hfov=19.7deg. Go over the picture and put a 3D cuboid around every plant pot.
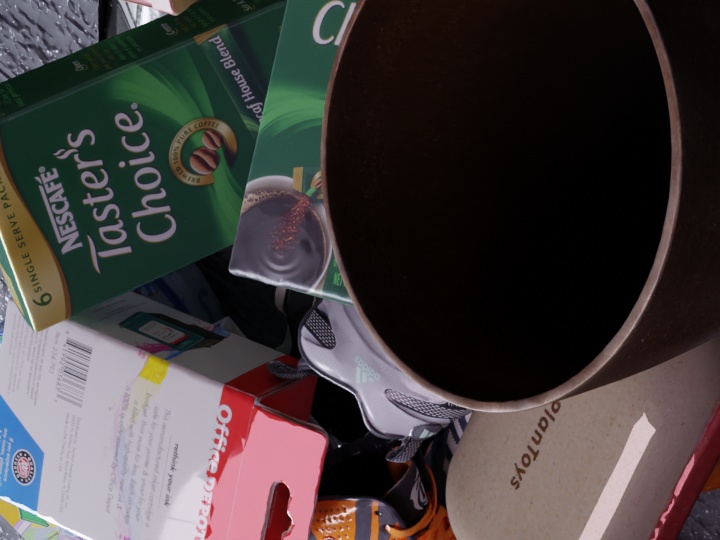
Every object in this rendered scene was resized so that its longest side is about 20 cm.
[{"bbox_3d":[0.118,-0.044,0.834,0.186,0.199,0.189,2,93,47],"label":"plant pot"}]

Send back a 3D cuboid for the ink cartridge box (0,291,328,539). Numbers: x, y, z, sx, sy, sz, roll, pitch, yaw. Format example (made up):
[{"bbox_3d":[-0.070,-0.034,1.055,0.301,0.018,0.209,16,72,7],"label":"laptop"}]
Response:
[{"bbox_3d":[-0.096,0.091,1.085,0.199,0.067,0.117,21,112,24],"label":"ink cartridge box"}]

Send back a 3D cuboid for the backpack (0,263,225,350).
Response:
[{"bbox_3d":[-0.143,0.069,1.269,0.162,0.153,0.202,17,119,33],"label":"backpack"}]

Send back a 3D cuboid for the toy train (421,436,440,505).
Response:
[{"bbox_3d":[0.050,0.149,1.226,0.045,0.034,0.201,8,129,27],"label":"toy train"}]

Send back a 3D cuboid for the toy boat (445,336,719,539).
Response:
[{"bbox_3d":[0.138,0.079,1.012,0.131,0.130,0.201,48,123,44],"label":"toy boat"}]

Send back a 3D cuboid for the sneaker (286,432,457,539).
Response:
[{"bbox_3d":[0.046,0.151,1.086,0.198,0.078,0.113,8,128,17],"label":"sneaker"}]

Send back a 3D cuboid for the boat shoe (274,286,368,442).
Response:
[{"bbox_3d":[-0.006,0.034,1.137,0.066,0.074,0.200,44,146,19],"label":"boat shoe"}]

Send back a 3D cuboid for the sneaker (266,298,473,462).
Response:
[{"bbox_3d":[0.000,0.000,1.019,0.140,0.077,0.201,-42,50,27],"label":"sneaker"}]

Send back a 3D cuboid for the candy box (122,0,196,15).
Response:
[{"bbox_3d":[-0.066,-0.190,0.900,0.115,0.200,0.056,17,133,32],"label":"candy box"}]

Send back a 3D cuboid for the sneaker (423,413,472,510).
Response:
[{"bbox_3d":[0.061,0.086,1.122,0.084,0.075,0.201,4,126,37],"label":"sneaker"}]

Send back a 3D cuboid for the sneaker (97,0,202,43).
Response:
[{"bbox_3d":[-0.109,-0.144,1.093,0.090,0.067,0.201,11,132,35],"label":"sneaker"}]

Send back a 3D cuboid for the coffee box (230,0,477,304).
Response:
[{"bbox_3d":[0.015,-0.084,0.938,0.122,0.044,0.202,15,91,38],"label":"coffee box"}]

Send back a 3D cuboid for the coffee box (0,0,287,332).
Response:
[{"bbox_3d":[-0.099,-0.062,1.051,0.044,0.198,0.124,46,155,53],"label":"coffee box"}]

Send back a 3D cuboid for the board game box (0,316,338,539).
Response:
[{"bbox_3d":[-0.111,0.121,1.191,0.199,0.034,0.135,-28,113,31],"label":"board game box"}]
